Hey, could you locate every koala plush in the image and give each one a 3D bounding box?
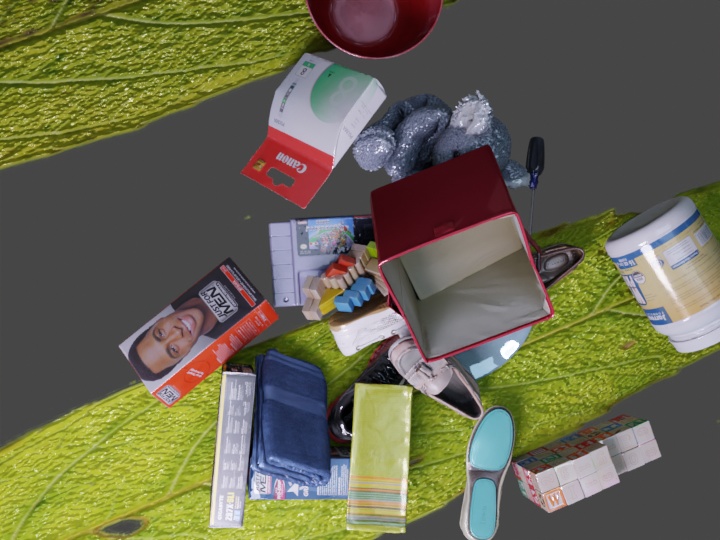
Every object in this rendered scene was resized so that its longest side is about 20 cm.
[{"bbox_3d":[0.130,-0.171,1.215,0.184,0.199,0.178,-52,122,-28],"label":"koala plush"}]

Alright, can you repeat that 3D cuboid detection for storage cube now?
[{"bbox_3d":[0.123,-0.024,1.111,0.199,0.180,0.171,-21,123,11],"label":"storage cube"}]

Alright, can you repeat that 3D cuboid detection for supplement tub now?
[{"bbox_3d":[0.478,0.006,1.305,0.144,0.145,0.200,-33,93,-8],"label":"supplement tub"}]

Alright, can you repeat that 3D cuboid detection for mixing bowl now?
[{"bbox_3d":[0.012,-0.394,1.268,0.199,0.108,0.201,0,89,-9],"label":"mixing bowl"}]

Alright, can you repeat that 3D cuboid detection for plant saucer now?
[{"bbox_3d":[0.156,0.086,1.269,0.200,0.039,0.202,-13,133,-15],"label":"plant saucer"}]

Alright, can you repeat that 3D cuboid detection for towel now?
[{"bbox_3d":[0.028,0.258,1.194,0.086,0.018,0.201,4,86,-13],"label":"towel"},{"bbox_3d":[-0.095,0.203,1.197,0.111,0.200,0.049,24,123,-24],"label":"towel"}]

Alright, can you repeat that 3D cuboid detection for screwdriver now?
[{"bbox_3d":[0.258,-0.109,1.322,0.028,0.029,0.201,22,74,-43],"label":"screwdriver"}]

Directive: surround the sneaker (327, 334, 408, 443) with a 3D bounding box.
[{"bbox_3d":[0.026,0.170,1.257,0.071,0.098,0.201,42,82,-3],"label":"sneaker"}]

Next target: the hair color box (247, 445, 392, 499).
[{"bbox_3d":[-0.061,0.287,1.238,0.199,0.100,0.061,2,87,-9],"label":"hair color box"}]

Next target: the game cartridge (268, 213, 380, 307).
[{"bbox_3d":[-0.034,-0.016,1.287,0.199,0.038,0.130,-4,93,-9],"label":"game cartridge"}]

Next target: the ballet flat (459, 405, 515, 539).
[{"bbox_3d":[0.185,0.301,1.294,0.069,0.069,0.201,15,81,-8],"label":"ballet flat"}]

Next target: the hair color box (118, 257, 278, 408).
[{"bbox_3d":[-0.226,0.086,1.220,0.200,0.061,0.102,-40,59,-7],"label":"hair color box"}]

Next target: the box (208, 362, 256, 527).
[{"bbox_3d":[-0.177,0.232,1.193,0.049,0.160,0.201,5,88,-7],"label":"box"}]

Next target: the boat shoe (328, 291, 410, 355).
[{"bbox_3d":[0.054,0.065,1.258,0.199,0.071,0.070,-21,113,-8],"label":"boat shoe"}]

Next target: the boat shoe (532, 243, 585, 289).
[{"bbox_3d":[0.247,0.012,1.307,0.199,0.072,0.072,-22,91,-8],"label":"boat shoe"}]

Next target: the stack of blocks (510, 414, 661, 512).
[{"bbox_3d":[0.338,0.282,1.291,0.199,0.115,0.059,-20,91,-9],"label":"stack of blocks"}]

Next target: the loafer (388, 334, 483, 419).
[{"bbox_3d":[0.117,0.154,1.236,0.072,0.063,0.200,-42,134,12],"label":"loafer"}]

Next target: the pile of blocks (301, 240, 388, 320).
[{"bbox_3d":[0.000,0.000,1.226,0.200,0.062,0.082,-38,51,-8],"label":"pile of blocks"}]

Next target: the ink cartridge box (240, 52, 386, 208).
[{"bbox_3d":[-0.078,-0.204,1.230,0.200,0.161,0.050,-53,139,-8],"label":"ink cartridge box"}]
